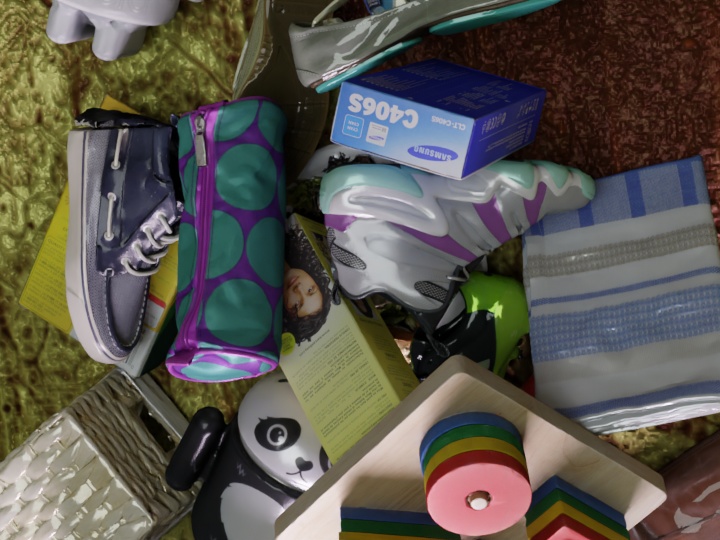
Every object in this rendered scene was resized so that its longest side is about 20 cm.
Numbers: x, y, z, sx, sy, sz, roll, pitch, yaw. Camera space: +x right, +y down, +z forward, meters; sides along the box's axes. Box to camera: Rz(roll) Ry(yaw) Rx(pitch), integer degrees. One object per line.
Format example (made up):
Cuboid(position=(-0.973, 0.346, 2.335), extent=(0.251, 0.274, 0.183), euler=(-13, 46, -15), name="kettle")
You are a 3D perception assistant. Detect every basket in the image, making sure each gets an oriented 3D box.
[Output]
Cuboid(position=(-0.238, 0.193, 1.263), extent=(0.200, 0.123, 0.136), euler=(-42, 86, 21), name="basket")

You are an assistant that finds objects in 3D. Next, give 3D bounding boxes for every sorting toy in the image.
Cuboid(position=(0.077, 0.183, 1.039), extent=(0.198, 0.070, 0.200), euler=(31, 120, -25), name="sorting toy")

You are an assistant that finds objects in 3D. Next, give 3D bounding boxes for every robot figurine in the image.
Cuboid(position=(-0.059, 0.171, 1.184), extent=(0.125, 0.150, 0.200), euler=(49, 126, 36), name="robot figurine")
Cuboid(position=(-0.181, -0.264, 1.159), extent=(0.169, 0.113, 0.201), euler=(19, 107, 5), name="robot figurine")

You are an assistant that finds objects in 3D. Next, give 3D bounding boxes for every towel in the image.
Cuboid(position=(0.185, 0.019, 1.072), extent=(0.146, 0.024, 0.201), euler=(-12, 61, 20), name="towel")

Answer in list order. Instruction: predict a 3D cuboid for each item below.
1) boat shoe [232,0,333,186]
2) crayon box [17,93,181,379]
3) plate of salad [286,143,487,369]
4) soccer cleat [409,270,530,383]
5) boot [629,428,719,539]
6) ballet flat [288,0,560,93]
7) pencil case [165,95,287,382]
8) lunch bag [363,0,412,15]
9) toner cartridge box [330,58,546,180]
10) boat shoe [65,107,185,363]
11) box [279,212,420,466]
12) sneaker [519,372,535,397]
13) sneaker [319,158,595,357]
Cuboid(position=(-0.060, -0.160, 1.168), extent=(0.073, 0.063, 0.201), euler=(5, 109, -9), name="boat shoe")
Cuboid(position=(-0.185, -0.030, 1.240), extent=(0.127, 0.051, 0.200), euler=(31, 110, 12), name="crayon box")
Cuboid(position=(0.000, 0.000, 1.180), extent=(0.199, 0.048, 0.201), euler=(4, 102, 20), name="plate of salad")
Cuboid(position=(0.067, 0.090, 1.155), extent=(0.081, 0.068, 0.201), euler=(21, 107, -3), name="soccer cleat")
Cuboid(position=(0.249, 0.232, 1.131), extent=(0.200, 0.064, 0.187), euler=(-30, 91, 18), name="boot")
Cuboid(position=(0.040, -0.181, 1.035), extent=(0.199, 0.067, 0.064), euler=(-18, 91, 20), name="ballet flat")
Cuboid(position=(-0.097, -0.022, 1.093), extent=(0.085, 0.092, 0.201), euler=(-9, 73, 30), name="pencil case")
Cuboid(position=(0.083, -0.263, 1.082), extent=(0.199, 0.082, 0.161), euler=(-12, 93, 21), name="lunch bag")
Cuboid(position=(0.059, -0.109, 1.054), extent=(0.095, 0.200, 0.043), euler=(17, 107, 17), name="toner cartridge box")
Cuboid(position=(-0.171, -0.025, 1.167), extent=(0.092, 0.075, 0.201), euler=(2, 101, 27), name="boat shoe")
Cuboid(position=(-0.018, 0.058, 1.106), extent=(0.075, 0.050, 0.200), euler=(-43, 59, 19), name="box")
Cuboid(position=(0.133, 0.117, 1.133), extent=(0.077, 0.085, 0.200), euler=(32, 109, 13), name="sneaker")
Cuboid(position=(0.071, -0.008, 1.085), extent=(0.199, 0.078, 0.140), euler=(-2, 93, -5), name="sneaker")
